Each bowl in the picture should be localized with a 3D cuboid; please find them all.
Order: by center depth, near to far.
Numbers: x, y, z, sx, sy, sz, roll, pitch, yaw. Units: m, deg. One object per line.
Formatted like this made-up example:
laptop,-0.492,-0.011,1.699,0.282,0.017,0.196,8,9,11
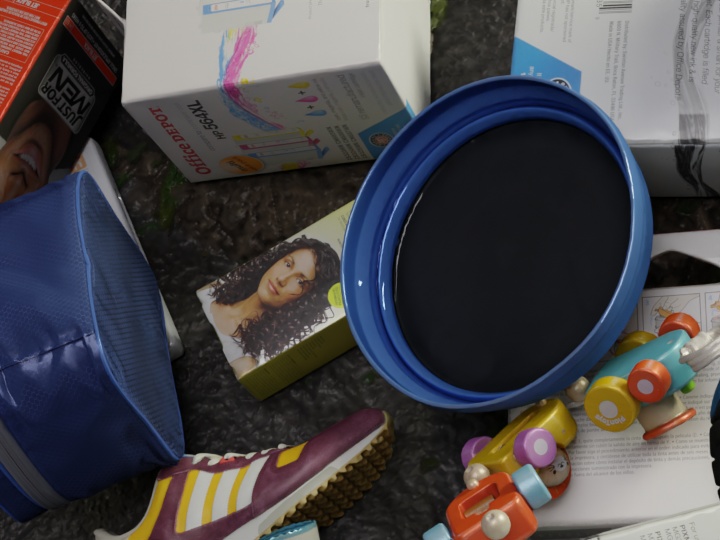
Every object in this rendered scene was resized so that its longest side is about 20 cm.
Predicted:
bowl,0.080,-0.013,1.042,0.200,0.039,0.201,-14,66,34

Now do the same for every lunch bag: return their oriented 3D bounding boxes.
lunch bag,-0.200,0.043,1.103,0.132,0.136,0.200,-21,45,6

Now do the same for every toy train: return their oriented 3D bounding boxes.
toy train,0.124,0.101,0.974,0.200,0.150,0.056,-34,99,-3

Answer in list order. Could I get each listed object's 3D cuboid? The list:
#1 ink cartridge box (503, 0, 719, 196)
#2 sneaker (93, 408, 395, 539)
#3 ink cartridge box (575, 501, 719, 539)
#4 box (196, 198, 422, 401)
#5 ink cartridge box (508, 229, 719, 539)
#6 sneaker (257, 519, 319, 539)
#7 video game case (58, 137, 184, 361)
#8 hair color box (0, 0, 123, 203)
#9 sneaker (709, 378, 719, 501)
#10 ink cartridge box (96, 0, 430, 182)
ink cartridge box,0.200,-0.126,1.115,0.199,0.084,0.146,1,67,18
sneaker,-0.073,0.133,1.094,0.200,0.075,0.090,-38,67,-2
ink cartridge box,0.099,0.199,0.932,0.199,0.145,0.084,-12,67,-14
box,0.000,0.000,1.143,0.200,0.050,0.075,-31,62,2
ink cartridge box,0.188,0.067,1.056,0.199,0.045,0.177,-4,67,15
sneaker,-0.098,0.218,1.014,0.200,0.076,0.081,-28,85,14
video game case,-0.239,0.026,1.222,0.200,0.023,0.183,-28,62,4
hair color box,-0.243,-0.087,1.205,0.061,0.102,0.200,21,75,24
sneaker,0.242,0.138,0.963,0.082,0.073,0.201,-16,103,1
ink cartridge box,-0.064,-0.146,1.183,0.199,0.129,0.126,-7,65,15
